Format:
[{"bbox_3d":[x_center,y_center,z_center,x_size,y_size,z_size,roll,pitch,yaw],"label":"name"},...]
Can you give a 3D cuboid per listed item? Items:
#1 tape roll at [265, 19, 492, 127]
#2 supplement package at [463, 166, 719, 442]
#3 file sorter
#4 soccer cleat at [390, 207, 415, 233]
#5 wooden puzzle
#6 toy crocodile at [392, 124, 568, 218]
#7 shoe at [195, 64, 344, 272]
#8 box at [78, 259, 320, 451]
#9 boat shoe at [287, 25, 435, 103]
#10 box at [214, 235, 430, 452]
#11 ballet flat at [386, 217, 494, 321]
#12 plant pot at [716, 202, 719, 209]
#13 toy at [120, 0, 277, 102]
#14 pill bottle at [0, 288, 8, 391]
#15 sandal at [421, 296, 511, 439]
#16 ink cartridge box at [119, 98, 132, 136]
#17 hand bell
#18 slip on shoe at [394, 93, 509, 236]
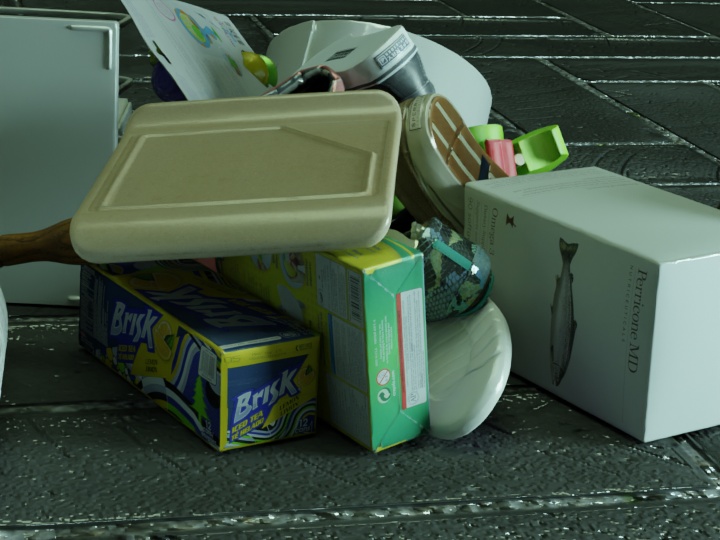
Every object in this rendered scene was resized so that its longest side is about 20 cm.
[{"bbox_3d":[0.008,-0.134,1.442,0.202,0.071,0.202,13,-18,4],"label":"tape roll"},{"bbox_3d":[0.165,0.015,1.089,0.117,0.117,0.200,-8,20,-31],"label":"supplement package"},{"bbox_3d":[-0.237,-0.088,1.226,0.138,0.201,0.125,3,13,1],"label":"file sorter"},{"bbox_3d":[0.072,-0.022,1.250,0.200,0.081,0.067,-12,23,-40],"label":"soccer cleat"},{"bbox_3d":[-0.069,-0.056,1.038,0.185,0.037,0.200,-3,27,5],"label":"wooden puzzle"},{"bbox_3d":[0.063,-0.078,1.283,0.200,0.068,0.062,-5,-8,-23],"label":"toy crocodile"},{"bbox_3d":[-0.074,-0.054,1.171,0.071,0.091,0.200,28,62,35],"label":"shoe"},{"bbox_3d":[-0.103,0.043,1.045,0.070,0.064,0.200,-9,21,-31],"label":"box"},{"bbox_3d":[0.000,-0.135,1.257,0.072,0.068,0.200,-41,16,-18],"label":"boat shoe"},{"bbox_3d":[-0.032,0.021,1.034,0.048,0.118,0.200,-16,25,-31],"label":"box"},{"bbox_3d":[0.000,0.000,1.085,0.074,0.074,0.200,-13,0,-41],"label":"ballet flat"},{"bbox_3d":[0.323,-0.017,1.155,0.186,0.187,0.200,-2,4,-16],"label":"plant pot"},{"bbox_3d":[-0.120,-0.145,1.260,0.047,0.115,0.200,-38,-10,20],"label":"toy"},{"bbox_3d":[-0.256,0.039,0.950,0.114,0.115,0.200,0,18,-9],"label":"pill bottle"},{"bbox_3d":[0.060,0.049,1.066,0.050,0.082,0.203,42,11,-24],"label":"sandal"},{"bbox_3d":[-0.296,-0.094,1.418,0.199,0.088,0.145,0,18,-2],"label":"ink cartridge box"},{"bbox_3d":[-0.225,-0.014,1.079,0.199,0.104,0.104,-7,16,7],"label":"hand bell"},{"bbox_3d":[0.069,-0.041,1.183,0.060,0.200,0.076,-14,46,29],"label":"slip on shoe"}]
